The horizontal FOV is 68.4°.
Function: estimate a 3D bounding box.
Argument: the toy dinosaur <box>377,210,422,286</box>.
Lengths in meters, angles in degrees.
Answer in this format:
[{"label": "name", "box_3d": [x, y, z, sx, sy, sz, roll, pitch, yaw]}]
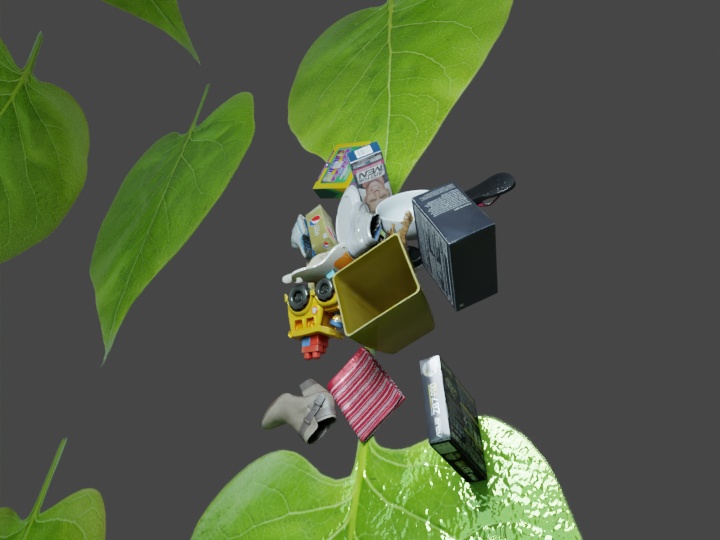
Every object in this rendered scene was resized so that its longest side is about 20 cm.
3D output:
[{"label": "toy dinosaur", "box_3d": [0.099, -0.052, 1.323, 0.059, 0.205, 0.105, -28, 40, -30]}]

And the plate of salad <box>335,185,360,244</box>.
[{"label": "plate of salad", "box_3d": [-0.029, -0.149, 1.586, 0.199, 0.046, 0.208, -175, 90, -69]}]

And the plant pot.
[{"label": "plant pot", "box_3d": [0.072, 0.078, 1.266, 0.197, 0.177, 0.203, -32, 41, 13]}]

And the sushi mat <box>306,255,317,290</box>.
[{"label": "sushi mat", "box_3d": [-0.118, 0.025, 1.593, 0.094, 0.012, 0.204, -30, 42, 19]}]

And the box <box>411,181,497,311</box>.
[{"label": "box", "box_3d": [0.219, -0.057, 1.223, 0.120, 0.204, 0.200, -21, 41, -7]}]

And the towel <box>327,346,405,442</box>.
[{"label": "towel", "box_3d": [0.007, 0.289, 1.265, 0.145, 0.022, 0.200, -46, 41, 0]}]

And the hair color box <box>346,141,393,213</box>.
[{"label": "hair color box", "box_3d": [0.034, -0.259, 1.545, 0.097, 0.203, 0.061, -20, 42, 0]}]

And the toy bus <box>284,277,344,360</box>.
[{"label": "toy bus", "box_3d": [-0.098, 0.135, 1.407, 0.195, 0.135, 0.199, -15, 66, 27]}]

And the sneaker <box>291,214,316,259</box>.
[{"label": "sneaker", "box_3d": [-0.185, -0.089, 1.712, 0.087, 0.074, 0.203, -47, 33, 23]}]

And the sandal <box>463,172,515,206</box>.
[{"label": "sandal", "box_3d": [0.327, -0.198, 1.394, 0.197, 0.045, 0.077, -20, 38, 47]}]

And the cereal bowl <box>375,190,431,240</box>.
[{"label": "cereal bowl", "box_3d": [0.140, -0.140, 1.435, 0.193, 0.086, 0.202, -9, 28, 5]}]

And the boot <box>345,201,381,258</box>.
[{"label": "boot", "box_3d": [0.020, -0.124, 1.403, 0.094, 0.073, 0.204, -30, 37, 33]}]

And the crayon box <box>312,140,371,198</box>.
[{"label": "crayon box", "box_3d": [-0.050, -0.341, 1.808, 0.169, 0.058, 0.204, 6, 62, 41]}]

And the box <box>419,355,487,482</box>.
[{"label": "box", "box_3d": [0.176, 0.280, 0.993, 0.048, 0.201, 0.165, -19, 46, 22]}]

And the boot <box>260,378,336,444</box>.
[{"label": "boot", "box_3d": [-0.148, 0.364, 1.296, 0.199, 0.070, 0.147, -43, 43, 3]}]

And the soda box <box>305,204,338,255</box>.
[{"label": "soda box", "box_3d": [-0.120, -0.119, 1.660, 0.063, 0.068, 0.202, -33, 36, 12]}]

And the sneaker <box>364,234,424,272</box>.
[{"label": "sneaker", "box_3d": [0.080, -0.053, 1.417, 0.196, 0.112, 0.075, 4, 59, 41]}]

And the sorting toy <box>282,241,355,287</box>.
[{"label": "sorting toy", "box_3d": [-0.121, 0.002, 1.455, 0.175, 0.111, 0.199, -11, -3, -23]}]
